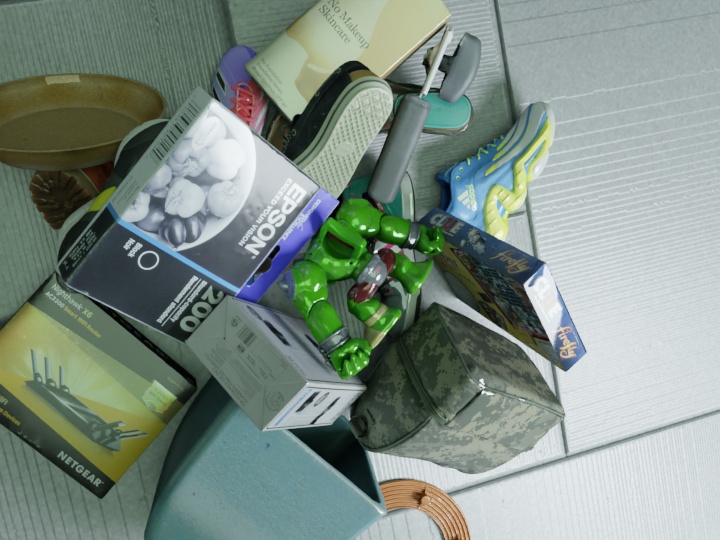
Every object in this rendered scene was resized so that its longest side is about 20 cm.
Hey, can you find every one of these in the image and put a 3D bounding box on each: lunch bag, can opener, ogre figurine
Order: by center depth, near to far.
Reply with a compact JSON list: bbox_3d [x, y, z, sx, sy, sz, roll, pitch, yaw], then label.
[{"bbox_3d":[0.000,0.000,0.773,0.120,0.098,0.200,39,78,-4],"label":"ogre figurine"},{"bbox_3d":[0.071,-0.163,0.807,0.066,0.053,0.201,21,97,-4],"label":"can opener"},{"bbox_3d":[0.103,0.153,0.857,0.199,0.140,0.168,25,114,-39],"label":"lunch bag"}]

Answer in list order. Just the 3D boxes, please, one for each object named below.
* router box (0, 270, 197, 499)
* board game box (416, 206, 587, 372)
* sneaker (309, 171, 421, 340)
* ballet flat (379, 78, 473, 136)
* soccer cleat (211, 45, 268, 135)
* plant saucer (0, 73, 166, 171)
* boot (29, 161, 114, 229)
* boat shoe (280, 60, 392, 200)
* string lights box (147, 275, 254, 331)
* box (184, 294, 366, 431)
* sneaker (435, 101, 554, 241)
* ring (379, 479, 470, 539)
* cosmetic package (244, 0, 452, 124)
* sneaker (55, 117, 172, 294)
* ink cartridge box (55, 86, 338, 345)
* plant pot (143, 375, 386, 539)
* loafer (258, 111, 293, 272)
[{"bbox_3d":[-0.303,0.122,0.816,0.200,0.052,0.157,42,83,-14],"label":"router box"},{"bbox_3d":[0.151,0.016,0.831,0.035,0.200,0.136,-39,124,-9],"label":"board game box"},{"bbox_3d":[0.003,-0.015,0.867,0.120,0.084,0.202,-3,88,-19],"label":"sneaker"},{"bbox_3d":[0.030,-0.186,0.864,0.198,0.068,0.069,11,93,-3],"label":"ballet flat"},{"bbox_3d":[-0.138,-0.148,0.824,0.066,0.076,0.202,11,93,-16],"label":"soccer cleat"},{"bbox_3d":[-0.292,-0.144,0.740,0.198,0.201,0.036,-6,124,-14],"label":"plant saucer"},{"bbox_3d":[-0.265,-0.048,0.801,0.074,0.108,0.201,-11,126,8],"label":"boot"},{"bbox_3d":[-0.042,-0.120,0.739,0.074,0.063,0.200,10,132,-39],"label":"boat shoe"},{"bbox_3d":[-0.163,-0.032,0.769,0.102,0.059,0.202,9,112,9],"label":"string lights box"},{"bbox_3d":[-0.075,0.096,0.746,0.060,0.200,0.117,-47,73,4],"label":"box"},{"bbox_3d":[0.156,-0.124,0.904,0.104,0.076,0.201,23,89,-15],"label":"sneaker"},{"bbox_3d":[0.050,0.365,0.946,0.199,0.019,0.202,-1,96,-14],"label":"ring"},{"bbox_3d":[-0.013,-0.236,0.787,0.200,0.071,0.105,-42,97,2],"label":"cosmetic package"},{"bbox_3d":[-0.210,-0.050,0.685,0.074,0.085,0.200,30,119,-29],"label":"sneaker"},{"bbox_3d":[-0.131,-0.028,0.680,0.198,0.043,0.200,-51,135,5],"label":"ink cartridge box"},{"bbox_3d":[-0.121,0.226,0.809,0.196,0.196,0.200,43,94,-14],"label":"plant pot"},{"bbox_3d":[-0.079,-0.092,0.849,0.075,0.067,0.202,8,93,-15],"label":"loafer"}]
